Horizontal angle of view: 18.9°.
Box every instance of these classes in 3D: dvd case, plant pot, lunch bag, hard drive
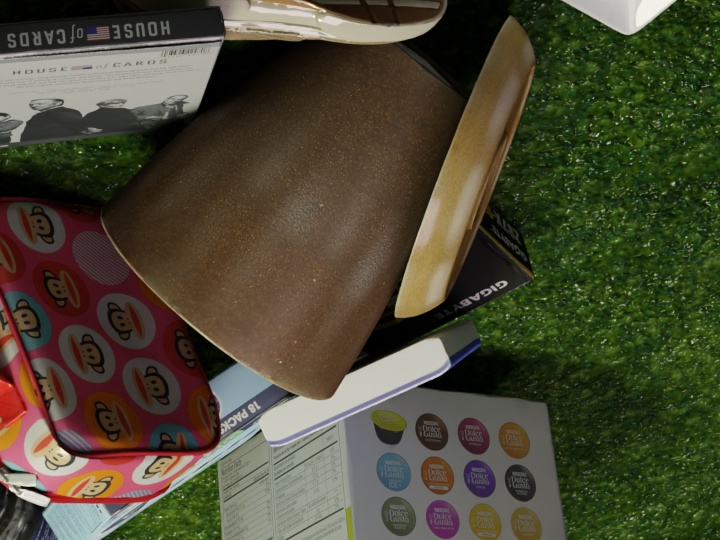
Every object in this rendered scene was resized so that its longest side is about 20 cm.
[{"bbox_3d":[-0.163,-0.110,1.268,0.149,0.025,0.200,-6,170,-11],"label":"dvd case"},{"bbox_3d":[0.070,-0.060,1.353,0.027,0.201,0.201,21,142,4],"label":"plant pot"},{"bbox_3d":[-0.192,0.050,1.384,0.175,0.201,0.082,5,144,-48],"label":"lunch bag"},{"bbox_3d":[-0.027,-0.056,1.340,0.200,0.187,0.186,-50,137,10],"label":"plant pot"},{"bbox_3d":[0.011,0.075,1.486,0.131,0.026,0.200,-25,178,9],"label":"hard drive"}]

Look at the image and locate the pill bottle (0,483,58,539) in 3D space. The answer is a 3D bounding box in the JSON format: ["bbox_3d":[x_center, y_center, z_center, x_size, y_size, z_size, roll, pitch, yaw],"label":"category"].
[{"bbox_3d":[-0.283,0.201,1.662,0.111,0.113,0.200,-18,146,6],"label":"pill bottle"}]

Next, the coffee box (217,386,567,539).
[{"bbox_3d":[0.024,0.216,1.690,0.198,0.200,0.200,8,153,-31],"label":"coffee box"}]

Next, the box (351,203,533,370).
[{"bbox_3d":[0.000,0.000,1.536,0.199,0.050,0.160,-27,142,19],"label":"box"}]

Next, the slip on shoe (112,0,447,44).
[{"bbox_3d":[-0.050,-0.163,1.264,0.198,0.077,0.061,-1,161,-19],"label":"slip on shoe"}]

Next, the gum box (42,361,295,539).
[{"bbox_3d":[-0.137,0.130,1.553,0.169,0.045,0.200,-33,176,-21],"label":"gum box"}]

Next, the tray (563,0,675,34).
[{"bbox_3d":[0.136,-0.212,1.304,0.199,0.022,0.107,21,132,-40],"label":"tray"}]
